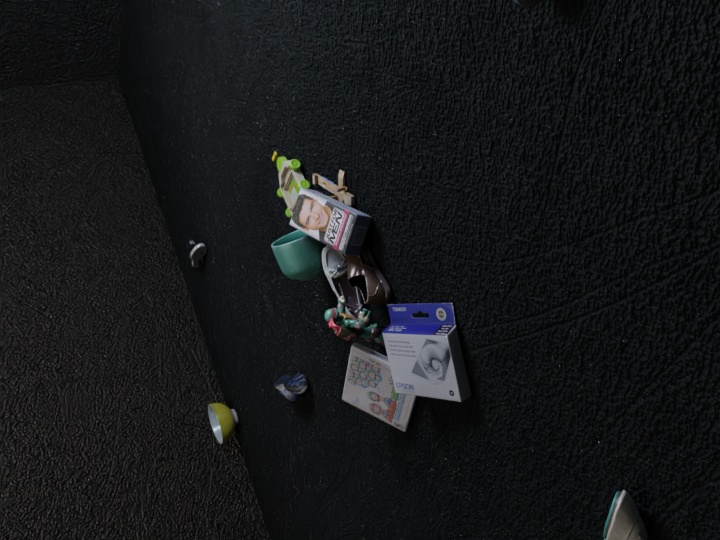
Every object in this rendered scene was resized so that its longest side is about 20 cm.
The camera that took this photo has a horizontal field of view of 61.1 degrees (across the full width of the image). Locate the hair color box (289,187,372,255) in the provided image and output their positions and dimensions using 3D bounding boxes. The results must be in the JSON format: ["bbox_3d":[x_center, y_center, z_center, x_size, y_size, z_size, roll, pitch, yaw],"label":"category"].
[{"bbox_3d":[-0.075,-0.119,1.467,0.200,0.061,0.099,29,107,37],"label":"hair color box"}]

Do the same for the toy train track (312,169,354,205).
[{"bbox_3d":[-0.079,-0.205,1.537,0.200,0.032,0.115,38,135,50],"label":"toy train track"}]

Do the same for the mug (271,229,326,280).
[{"bbox_3d":[-0.136,-0.042,1.597,0.185,0.152,0.115,3,118,57],"label":"mug"}]

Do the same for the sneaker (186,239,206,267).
[{"bbox_3d":[-0.758,-0.103,2.780,0.112,0.073,0.200,63,151,17],"label":"sneaker"}]

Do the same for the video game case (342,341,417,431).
[{"bbox_3d":[0.048,0.282,1.469,0.182,0.024,0.200,24,131,17],"label":"video game case"}]

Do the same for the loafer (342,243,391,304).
[{"bbox_3d":[0.000,0.000,1.456,0.200,0.071,0.073,55,146,31],"label":"loafer"}]

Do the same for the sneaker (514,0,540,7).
[{"bbox_3d":[0.223,-0.468,0.839,0.082,0.070,0.201,-132,37,-68],"label":"sneaker"}]

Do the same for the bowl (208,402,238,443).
[{"bbox_3d":[-0.664,0.736,2.994,0.200,0.107,0.201,35,132,50],"label":"bowl"}]

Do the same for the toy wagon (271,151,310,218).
[{"bbox_3d":[-0.196,-0.249,1.722,0.201,0.039,0.155,66,151,17],"label":"toy wagon"}]

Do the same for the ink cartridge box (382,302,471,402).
[{"bbox_3d":[0.131,0.171,1.296,0.199,0.041,0.201,-6,99,50],"label":"ink cartridge box"}]

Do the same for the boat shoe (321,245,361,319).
[{"bbox_3d":[-0.041,0.030,1.530,0.065,0.074,0.203,-166,59,-78],"label":"boat shoe"}]

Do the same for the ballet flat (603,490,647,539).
[{"bbox_3d":[0.408,0.420,0.946,0.069,0.069,0.201,41,142,46],"label":"ballet flat"}]

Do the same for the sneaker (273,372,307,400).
[{"bbox_3d":[-0.223,0.401,2.083,0.077,0.076,0.200,55,155,-12],"label":"sneaker"}]

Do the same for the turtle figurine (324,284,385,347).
[{"bbox_3d":[-0.018,0.115,1.424,0.101,0.200,0.150,-54,37,2],"label":"turtle figurine"}]
